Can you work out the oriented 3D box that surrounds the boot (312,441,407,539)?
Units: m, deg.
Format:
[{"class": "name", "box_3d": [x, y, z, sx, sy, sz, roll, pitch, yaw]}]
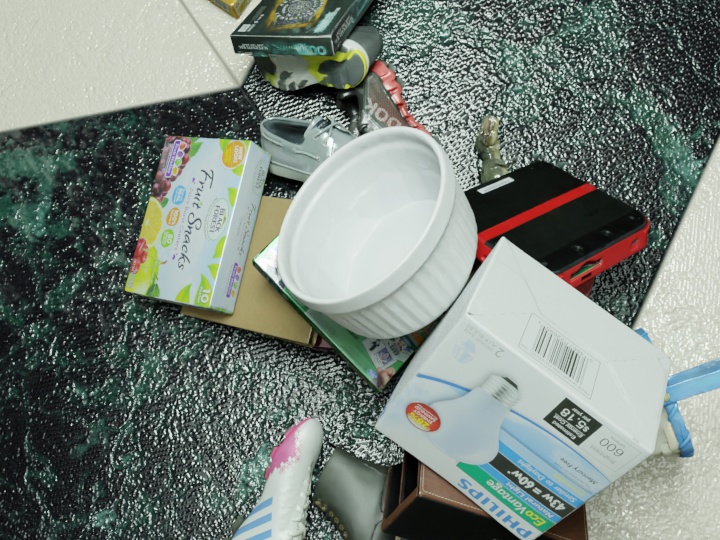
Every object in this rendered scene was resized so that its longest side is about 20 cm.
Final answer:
[{"class": "boot", "box_3d": [-0.012, 0.315, 0.879, 0.136, 0.078, 0.203, 21, 69, 12]}]

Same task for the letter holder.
[{"class": "letter holder", "box_3d": [0.136, 0.229, 0.842, 0.196, 0.101, 0.144, 20, 47, -11]}]

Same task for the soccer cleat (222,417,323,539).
[{"class": "soccer cleat", "box_3d": [-0.083, 0.274, 0.882, 0.085, 0.070, 0.203, 30, 91, 31]}]

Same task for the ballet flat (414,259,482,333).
[{"class": "ballet flat", "box_3d": [0.103, -0.012, 0.838, 0.070, 0.071, 0.200, 34, 53, 9]}]

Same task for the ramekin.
[{"class": "ramekin", "box_3d": [0.023, -0.030, 0.758, 0.197, 0.105, 0.204, -22, 47, 26]}]

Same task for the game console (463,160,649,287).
[{"class": "game console", "box_3d": [0.195, -0.051, 0.826, 0.197, 0.032, 0.176, -23, 42, -31]}]

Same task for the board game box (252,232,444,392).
[{"class": "board game box", "box_3d": [-0.006, 0.015, 0.855, 0.200, 0.029, 0.135, 45, 75, 2]}]

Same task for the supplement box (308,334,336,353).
[{"class": "supplement box", "box_3d": [0.000, 0.000, 0.932, 0.106, 0.061, 0.206, 5, 81, 5]}]

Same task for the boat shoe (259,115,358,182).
[{"class": "boat shoe", "box_3d": [-0.048, -0.147, 0.915, 0.197, 0.073, 0.070, 14, 46, 35]}]

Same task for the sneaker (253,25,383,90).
[{"class": "sneaker", "box_3d": [-0.055, -0.275, 0.970, 0.197, 0.076, 0.085, 19, 45, 33]}]

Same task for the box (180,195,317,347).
[{"class": "box", "box_3d": [-0.120, -0.008, 0.926, 0.196, 0.021, 0.168, 10, 80, 28]}]

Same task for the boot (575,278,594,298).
[{"class": "boot", "box_3d": [0.236, 0.038, 0.878, 0.071, 0.200, 0.148, 4, 116, 29]}]

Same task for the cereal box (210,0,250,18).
[{"class": "cereal box", "box_3d": [-0.168, -0.465, 1.037, 0.142, 0.040, 0.202, 34, 84, 9]}]

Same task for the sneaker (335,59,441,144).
[{"class": "sneaker", "box_3d": [0.036, -0.160, 0.943, 0.096, 0.071, 0.203, -26, 77, -20]}]

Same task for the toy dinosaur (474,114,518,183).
[{"class": "toy dinosaur", "box_3d": [0.190, -0.089, 0.944, 0.086, 0.047, 0.206, -5, 84, 7]}]

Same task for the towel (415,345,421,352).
[{"class": "towel", "box_3d": [0.136, 0.064, 0.898, 0.198, 0.030, 0.148, 37, 74, -1]}]

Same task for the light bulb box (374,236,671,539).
[{"class": "light bulb box", "box_3d": [0.149, 0.119, 0.729, 0.196, 0.201, 0.125, 35, 44, 4]}]

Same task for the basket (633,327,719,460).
[{"class": "basket", "box_3d": [0.331, 0.129, 0.826, 0.195, 0.176, 0.143, -17, 78, 12]}]

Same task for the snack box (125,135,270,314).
[{"class": "snack box", "box_3d": [-0.199, -0.059, 0.938, 0.139, 0.053, 0.205, 8, 80, 28]}]

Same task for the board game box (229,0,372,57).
[{"class": "board game box", "box_3d": [-0.058, -0.325, 0.940, 0.132, 0.029, 0.202, 7, 46, 21]}]
